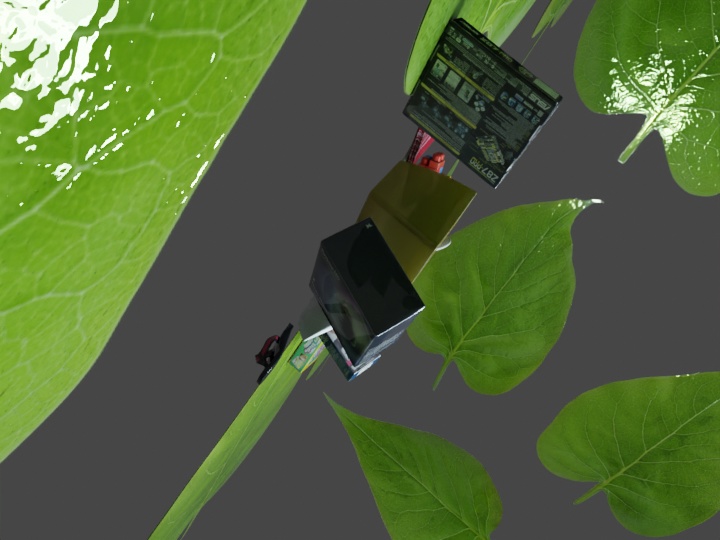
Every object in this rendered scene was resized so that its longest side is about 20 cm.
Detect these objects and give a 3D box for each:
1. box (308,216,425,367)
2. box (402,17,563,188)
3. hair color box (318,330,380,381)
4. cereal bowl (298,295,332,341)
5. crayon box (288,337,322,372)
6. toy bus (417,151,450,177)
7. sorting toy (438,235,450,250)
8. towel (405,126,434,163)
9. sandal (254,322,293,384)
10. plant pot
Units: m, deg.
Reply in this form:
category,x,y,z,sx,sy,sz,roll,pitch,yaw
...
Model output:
category,x,y,z,sx,sy,sz,roll,pitch,yaw
box,0.002,0.046,1.020,0.121,0.203,0.199,-25,163,-23
box,0.180,-0.252,0.813,0.049,0.199,0.163,-40,167,-50
hair color box,-0.044,0.179,1.420,0.098,0.202,0.061,-28,163,-30
cereal bowl,-0.062,0.088,1.248,0.195,0.086,0.200,-23,174,-3
crayon box,-0.132,0.211,1.691,0.202,0.058,0.172,-55,173,10
toy bus,0.154,-0.197,1.331,0.200,0.132,0.197,-40,149,-56
sorting toy,0.140,-0.076,1.403,0.174,0.111,0.200,-11,-161,-12
towel,0.158,-0.318,1.129,0.146,0.022,0.201,-53,174,-17
sandal,-0.189,0.167,1.109,0.075,0.045,0.201,-49,-170,22
plant pot,0.098,-0.105,1.123,0.201,0.175,0.201,-48,174,-36
